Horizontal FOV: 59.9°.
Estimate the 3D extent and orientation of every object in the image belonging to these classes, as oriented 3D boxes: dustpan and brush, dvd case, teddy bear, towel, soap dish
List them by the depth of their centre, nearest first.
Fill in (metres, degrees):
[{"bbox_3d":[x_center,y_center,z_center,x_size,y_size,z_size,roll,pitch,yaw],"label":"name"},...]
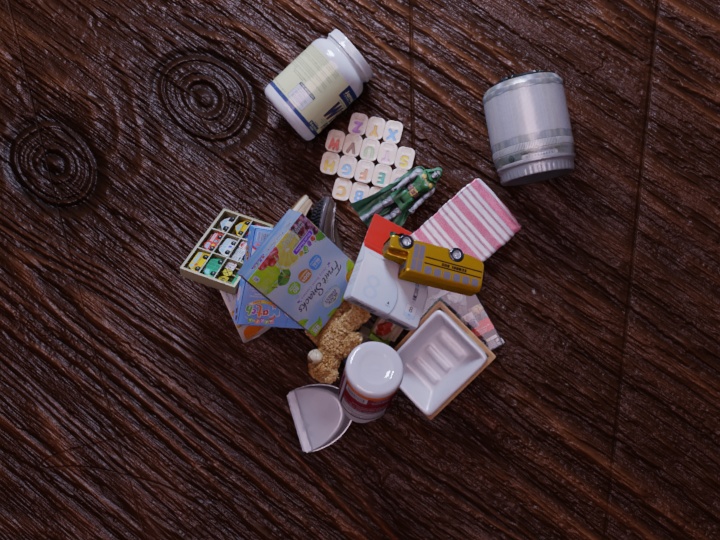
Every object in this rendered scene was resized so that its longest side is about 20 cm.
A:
[{"bbox_3d":[0.158,0.182,1.284,0.157,0.081,0.200,45,111,11],"label":"soap dish"},{"bbox_3d":[-0.053,0.131,1.286,0.200,0.067,0.145,-49,56,3],"label":"teddy bear"},{"bbox_3d":[0.221,-0.081,1.319,0.200,0.030,0.146,-41,87,-2],"label":"towel"},{"bbox_3d":[0.194,0.102,1.335,0.146,0.022,0.201,-30,87,6],"label":"dvd case"},{"bbox_3d":[-0.045,0.297,1.354,0.199,0.057,0.140,-22,77,13],"label":"dustpan and brush"}]

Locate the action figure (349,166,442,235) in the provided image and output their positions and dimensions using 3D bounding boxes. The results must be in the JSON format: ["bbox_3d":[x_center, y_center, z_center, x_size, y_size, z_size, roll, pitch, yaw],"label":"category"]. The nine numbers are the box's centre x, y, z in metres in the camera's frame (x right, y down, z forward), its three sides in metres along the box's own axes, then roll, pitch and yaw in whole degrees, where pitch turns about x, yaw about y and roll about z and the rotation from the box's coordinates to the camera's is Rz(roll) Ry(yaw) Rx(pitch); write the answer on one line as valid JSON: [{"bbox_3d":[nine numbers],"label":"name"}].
[{"bbox_3d":[0.091,-0.155,1.328,0.200,0.055,0.118,-38,108,6],"label":"action figure"}]

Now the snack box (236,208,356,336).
[{"bbox_3d":[-0.115,0.006,1.246,0.200,0.068,0.169,43,80,-33],"label":"snack box"}]

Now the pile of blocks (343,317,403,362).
[{"bbox_3d":[0.004,0.163,1.328,0.199,0.062,0.082,-31,99,14],"label":"pile of blocks"}]

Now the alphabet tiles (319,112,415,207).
[{"bbox_3d":[0.015,-0.240,1.365,0.199,0.015,0.197,15,92,7],"label":"alphabet tiles"}]

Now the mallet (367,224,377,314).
[{"bbox_3d":[0.000,0.000,1.335,0.065,0.041,0.201,5,102,12],"label":"mallet"}]

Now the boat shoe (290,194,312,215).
[{"bbox_3d":[-0.151,-0.070,1.346,0.069,0.074,0.201,34,71,-13],"label":"boat shoe"}]

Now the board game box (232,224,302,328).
[{"bbox_3d":[-0.169,0.017,1.280,0.151,0.037,0.201,7,100,-30],"label":"board game box"}]

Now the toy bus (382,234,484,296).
[{"bbox_3d":[0.142,-0.011,1.250,0.199,0.065,0.079,14,76,-10],"label":"toy bus"}]

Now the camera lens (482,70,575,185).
[{"bbox_3d":[0.337,-0.284,1.249,0.159,0.160,0.201,-10,88,7],"label":"camera lens"}]

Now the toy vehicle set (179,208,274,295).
[{"bbox_3d":[-0.279,-0.044,1.329,0.124,0.027,0.200,18,47,7],"label":"toy vehicle set"}]

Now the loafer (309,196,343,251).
[{"bbox_3d":[-0.074,-0.058,1.356,0.071,0.073,0.201,6,90,-25],"label":"loafer"}]

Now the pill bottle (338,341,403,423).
[{"bbox_3d":[0.015,0.231,1.245,0.112,0.200,0.113,4,59,-7],"label":"pill bottle"}]

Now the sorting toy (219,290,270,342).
[{"bbox_3d":[-0.216,0.028,1.365,0.179,0.107,0.201,-25,86,-13],"label":"sorting toy"}]

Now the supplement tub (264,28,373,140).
[{"bbox_3d":[-0.086,-0.390,1.314,0.200,0.145,0.145,-42,85,6],"label":"supplement tub"}]

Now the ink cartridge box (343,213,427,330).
[{"bbox_3d":[0.071,0.000,1.278,0.160,0.047,0.201,26,71,-18],"label":"ink cartridge box"}]
